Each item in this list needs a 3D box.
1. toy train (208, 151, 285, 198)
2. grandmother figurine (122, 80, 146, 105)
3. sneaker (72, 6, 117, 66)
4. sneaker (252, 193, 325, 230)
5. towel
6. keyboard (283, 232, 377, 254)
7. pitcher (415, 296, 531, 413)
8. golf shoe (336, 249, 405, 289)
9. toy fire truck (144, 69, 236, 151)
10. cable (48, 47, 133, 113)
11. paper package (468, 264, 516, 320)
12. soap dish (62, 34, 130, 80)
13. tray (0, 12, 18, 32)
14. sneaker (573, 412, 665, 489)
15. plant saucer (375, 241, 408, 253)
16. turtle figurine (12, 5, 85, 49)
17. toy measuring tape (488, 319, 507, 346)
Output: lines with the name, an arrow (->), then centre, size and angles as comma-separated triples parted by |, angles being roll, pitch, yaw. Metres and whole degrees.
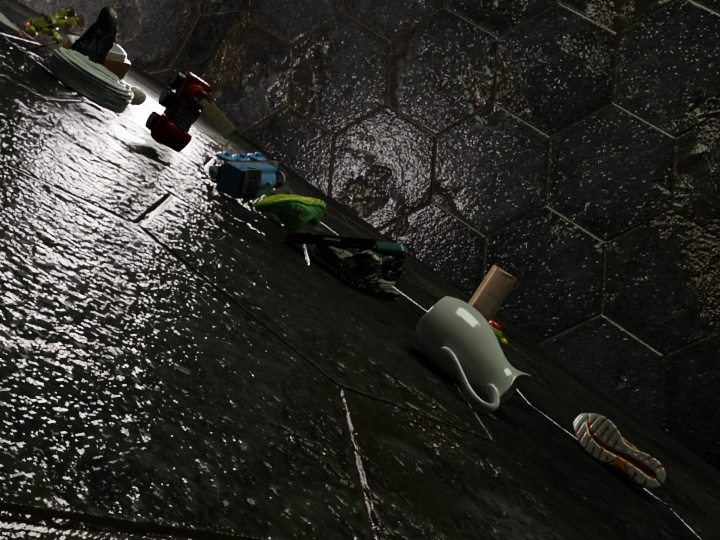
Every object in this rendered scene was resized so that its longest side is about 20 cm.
toy train -> -0.254, -0.215, 1.669 | 0.113, 0.088, 0.199 | 30, 21, 26
grandmother figurine -> -0.692, -0.534, 2.100 | 0.199, 0.061, 0.121 | 34, 18, 20
sneaker -> -0.668, -0.564, 1.828 | 0.075, 0.203, 0.079 | 27, 10, 41
sneaker -> -0.163, -0.137, 1.732 | 0.198, 0.085, 0.074 | 3, 6, -41
towel -> 0.000, 0.000, 1.720 | 0.199, 0.035, 0.192 | 37, 7, 18
keyboard -> -0.061, -0.051, 1.561 | 0.196, 0.040, 0.104 | 6, 14, 2
pitcher -> 0.180, 0.148, 1.253 | 0.200, 0.122, 0.171 | 47, 25, 14
golf shoe -> 0.008, -0.006, 1.594 | 0.094, 0.079, 0.198 | 17, 13, 42
toy fire truck -> -0.393, -0.352, 1.714 | 0.128, 0.177, 0.200 | 29, 8, -37
cable -> -0.628, -0.442, 1.701 | 0.199, 0.070, 0.200 | 36, 8, 15
paper package -> 0.528, 0.088, 2.936 | 0.103, 0.202, 0.191 | 33, 7, 4
soap dish -> -0.716, -0.571, 1.973 | 0.155, 0.082, 0.200 | 4, 21, -29
tray -> -0.949, -0.655, 1.869 | 0.107, 0.022, 0.200 | 28, 9, -47
sneaker -> 0.508, 0.364, 1.456 | 0.200, 0.078, 0.077 | 41, -4, 28
plant saucer -> 0.008, -0.058, 1.645 | 0.197, 0.019, 0.070 | 7, -2, 14
turtle figurine -> -0.822, -0.651, 1.930 | 0.199, 0.161, 0.065 | 29, -42, 34
toy measuring tape -> 0.348, 0.158, 2.135 | 0.199, 0.074, 0.073 | 37, 8, 24
